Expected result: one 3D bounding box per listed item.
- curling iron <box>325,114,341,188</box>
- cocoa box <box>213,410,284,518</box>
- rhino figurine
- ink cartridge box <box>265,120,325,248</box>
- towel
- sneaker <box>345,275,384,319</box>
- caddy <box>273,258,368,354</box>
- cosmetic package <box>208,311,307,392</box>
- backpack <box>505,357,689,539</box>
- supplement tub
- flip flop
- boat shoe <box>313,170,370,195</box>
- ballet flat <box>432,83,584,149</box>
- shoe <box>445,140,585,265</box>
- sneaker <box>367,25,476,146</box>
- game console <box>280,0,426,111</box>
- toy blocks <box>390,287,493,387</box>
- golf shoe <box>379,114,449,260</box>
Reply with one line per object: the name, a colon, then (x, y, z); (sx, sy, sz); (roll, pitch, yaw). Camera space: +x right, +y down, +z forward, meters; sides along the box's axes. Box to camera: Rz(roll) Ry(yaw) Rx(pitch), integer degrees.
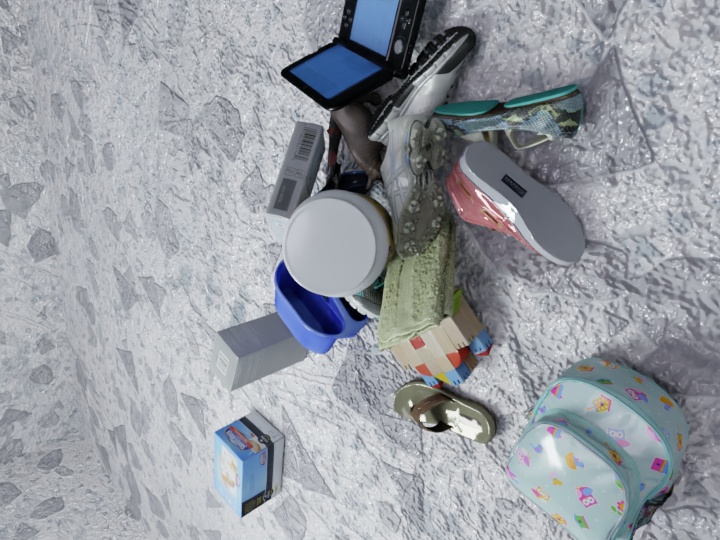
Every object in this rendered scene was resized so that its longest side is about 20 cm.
curling iron: (-0.044, -0.215, 0.832); (0.050, 0.025, 0.201); (102, 168, -60)
cocoa box: (-0.290, 0.498, 1.318); (0.133, 0.131, 0.201); (28, 122, 36)
rhino figurine: (0.013, -0.202, 0.806); (0.060, 0.087, 0.201); (-31, 81, 47)
ink cartridge box: (-0.095, -0.119, 0.834); (0.047, 0.200, 0.161); (13, 73, 5)
towel: (0.083, 0.015, 0.760); (0.148, 0.036, 0.201); (-34, 34, 45)
sneaker: (0.000, 0.000, 0.883); (0.200, 0.078, 0.091); (42, 129, 10)
caddy: (-0.073, 0.051, 0.931); (0.200, 0.141, 0.105); (49, 144, 22)
cosmetic package: (-0.202, 0.159, 1.067); (0.090, 0.199, 0.107); (40, 126, 27)
backpack: (0.286, 0.218, 0.625); (0.176, 0.153, 0.201); (36, 120, 39)
supplement tub: (-0.026, -0.041, 0.736); (0.144, 0.200, 0.147); (1, 97, 8)
flip flop: (0.130, 0.242, 0.856); (0.199, 0.057, 0.082); (12, 111, 43)
boat shoe: (-0.036, -0.113, 0.899); (0.200, 0.084, 0.069); (-28, 63, 60)
ballet flat: (0.181, -0.186, 0.652); (0.199, 0.074, 0.075); (8, 109, 43)
shoe: (0.199, -0.078, 0.678); (0.200, 0.071, 0.091); (45, 163, 5)
sneaker: (0.096, -0.252, 0.730); (0.200, 0.080, 0.074); (-46, 27, 32)
game console: (-0.020, -0.342, 0.740); (0.200, 0.116, 0.177); (48, 134, 44)
toy blocks: (0.126, 0.120, 0.808); (0.137, 0.100, 0.200); (55, 137, 0)
golf shoe: (0.068, -0.119, 0.724); (0.097, 0.078, 0.201); (33, 125, 49)
